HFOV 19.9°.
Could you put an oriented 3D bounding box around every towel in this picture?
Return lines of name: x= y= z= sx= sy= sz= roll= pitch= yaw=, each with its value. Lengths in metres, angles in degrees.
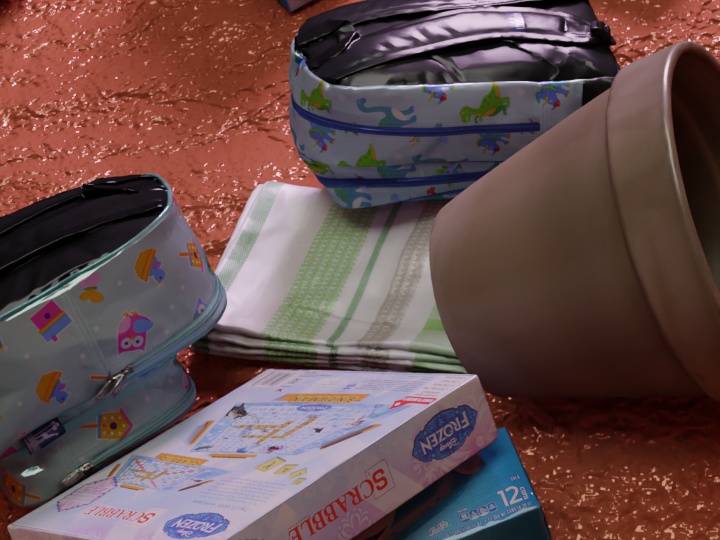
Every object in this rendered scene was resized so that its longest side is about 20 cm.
towel: x=0.000 y=0.000 z=1.309 sx=0.198 sy=0.031 sz=0.150 roll=4 pitch=49 yaw=24

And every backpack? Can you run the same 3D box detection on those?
backpack: x=-0.176 y=0.035 z=1.230 sx=0.199 sy=0.154 sz=0.176 roll=-38 pitch=19 yaw=-10
backpack: x=0.051 y=-0.116 z=1.332 sx=0.198 sy=0.155 sz=0.164 roll=3 pitch=36 yaw=-17

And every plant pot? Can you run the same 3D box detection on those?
plant pot: x=0.139 y=-0.008 z=1.167 sx=0.172 sy=0.200 sz=0.201 roll=-17 pitch=40 yaw=26

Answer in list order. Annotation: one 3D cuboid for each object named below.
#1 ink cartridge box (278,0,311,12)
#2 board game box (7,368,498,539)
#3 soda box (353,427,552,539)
ink cartridge box: x=-0.086 y=-0.299 z=1.578 sx=0.067 sy=0.117 sz=0.200 roll=-31 pitch=43 yaw=-11
board game box: x=-0.060 y=0.115 z=1.115 sx=0.199 sy=0.041 sz=0.199 roll=-30 pitch=16 yaw=-33
soda box: x=0.003 y=0.162 z=1.116 sx=0.198 sy=0.068 sz=0.064 roll=-22 pitch=43 yaw=-1
